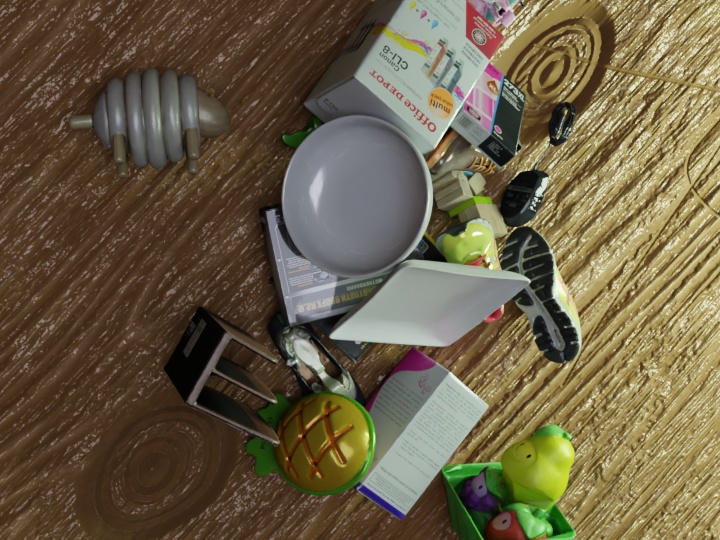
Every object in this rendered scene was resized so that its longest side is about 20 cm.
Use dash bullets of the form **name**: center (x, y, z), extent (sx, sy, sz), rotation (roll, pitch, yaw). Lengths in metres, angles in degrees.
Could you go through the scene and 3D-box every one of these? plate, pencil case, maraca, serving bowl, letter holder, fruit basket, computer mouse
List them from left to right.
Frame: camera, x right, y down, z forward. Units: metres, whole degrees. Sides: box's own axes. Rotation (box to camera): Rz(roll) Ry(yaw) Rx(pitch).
- **letter holder**: center (-0.155, 0.135, 1.551), extent (0.142, 0.200, 0.101), rotation (30, 88, -18)
- **maraca**: center (-0.067, 0.227, 1.606), extent (0.107, 0.200, 0.137), rotation (36, 64, -54)
- **serving bowl**: center (0.003, -0.090, 1.507), extent (0.200, 0.066, 0.200), rotation (0, 90, 24)
- **plate**: center (0.085, 0.040, 1.567), extent (0.199, 0.200, 0.032), rotation (5, 58, -31)
- **pencil case**: center (0.129, -0.406, 1.621), extent (0.087, 0.087, 0.200), rotation (-44, 105, -6)
- **fruit basket**: center (0.213, 0.309, 1.677), extent (0.155, 0.216, 0.216), rotation (-1, 98, -16)
- **computer mouse**: center (0.258, -0.147, 1.712), extent (0.034, 0.059, 0.200), rotation (33, 83, -34)

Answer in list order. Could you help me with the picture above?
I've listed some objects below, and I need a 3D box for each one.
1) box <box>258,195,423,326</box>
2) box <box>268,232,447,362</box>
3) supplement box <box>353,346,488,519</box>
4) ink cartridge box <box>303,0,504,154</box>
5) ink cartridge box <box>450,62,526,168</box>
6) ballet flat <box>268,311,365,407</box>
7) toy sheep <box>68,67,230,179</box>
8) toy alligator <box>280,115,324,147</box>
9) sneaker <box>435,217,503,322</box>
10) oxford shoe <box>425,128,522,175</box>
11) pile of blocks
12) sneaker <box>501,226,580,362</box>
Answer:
- **box**: center (-0.020, -0.027, 1.598), extent (0.200, 0.048, 0.159), rotation (-15, 101, -13)
- **box**: center (0.000, 0.000, 1.657), extent (0.200, 0.049, 0.160), rotation (-46, 108, -6)
- **supplement box**: center (0.063, 0.222, 1.665), extent (0.103, 0.101, 0.200), rotation (40, 86, -34)
- **ink cartridge box**: center (0.055, -0.256, 1.560), extent (0.145, 0.145, 0.200), rotation (39, 67, -18)
- **ink cartridge box**: center (0.173, -0.226, 1.612), extent (0.095, 0.200, 0.037), rotation (38, 125, -17)
- **ballet flat**: center (-0.056, 0.140, 1.649), extent (0.073, 0.073, 0.200), rotation (-38, 106, -8)
- **toy sheep**: center (-0.264, -0.188, 1.515), extent (0.200, 0.138, 0.138), rotation (-3, 98, -11)
- **toy alligator**: center (-0.009, -0.169, 1.625), extent (0.200, 0.059, 0.054), rotation (15, 93, -18)
- **sneaker**: center (0.161, 0.003, 1.627), extent (0.078, 0.090, 0.200), rotation (-23, 147, 6)
- **oxford shoe**: center (0.155, -0.161, 1.616), extent (0.073, 0.071, 0.200), rotation (50, 44, 6)
- **pile of blocks**: center (0.123, -0.118, 1.679), extent (0.062, 0.082, 0.200), rotation (-29, 97, 34)
- **sneaker**: center (0.260, 0.035, 1.721), extent (0.078, 0.090, 0.200), rotation (-20, 83, 20)
